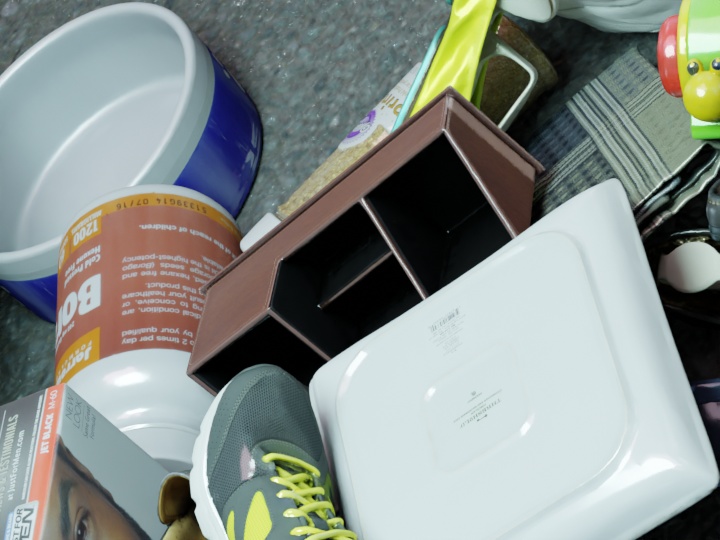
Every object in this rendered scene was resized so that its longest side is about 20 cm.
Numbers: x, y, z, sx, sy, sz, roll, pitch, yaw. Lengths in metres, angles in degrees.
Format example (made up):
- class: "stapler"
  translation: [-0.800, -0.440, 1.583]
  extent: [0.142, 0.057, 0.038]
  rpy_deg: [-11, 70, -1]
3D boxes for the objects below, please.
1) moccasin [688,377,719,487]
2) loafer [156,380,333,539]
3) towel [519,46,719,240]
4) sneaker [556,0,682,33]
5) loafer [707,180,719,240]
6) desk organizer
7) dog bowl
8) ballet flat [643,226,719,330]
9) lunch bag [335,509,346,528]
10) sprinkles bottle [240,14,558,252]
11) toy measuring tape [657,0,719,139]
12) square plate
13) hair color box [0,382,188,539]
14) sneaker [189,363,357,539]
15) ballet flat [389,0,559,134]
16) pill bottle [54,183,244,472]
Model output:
- class: "moccasin"
  translation: [0.135, 0.067, 1.352]
  extent: [0.200, 0.080, 0.068]
  rpy_deg: [3, 90, 21]
- class: "loafer"
  translation: [-0.066, 0.120, 1.380]
  extent: [0.073, 0.072, 0.200]
  rpy_deg: [-32, 29, 34]
- class: "towel"
  translation: [0.103, -0.025, 1.470]
  extent: [0.193, 0.035, 0.200]
  rpy_deg: [-41, 19, 8]
- class: "sneaker"
  translation: [0.108, -0.169, 1.579]
  extent: [0.200, 0.100, 0.075]
  rpy_deg: [21, 81, 44]
- class: "loafer"
  translation: [0.234, -0.080, 1.343]
  extent: [0.200, 0.072, 0.073]
  rpy_deg: [-36, 27, -33]
- class: "desk organizer"
  translation: [0.000, 0.000, 1.472]
  extent: [0.200, 0.072, 0.077]
  rpy_deg: [-38, 24, 30]
- class: "dog bowl"
  translation: [-0.163, -0.067, 1.742]
  extent: [0.200, 0.079, 0.200]
  rpy_deg: [-24, 43, 24]
- class: "ballet flat"
  translation: [0.212, 0.011, 1.352]
  extent: [0.200, 0.068, 0.068]
  rpy_deg: [3, 84, 44]
- class: "lunch bag"
  translation: [0.036, 0.190, 1.338]
  extent: [0.161, 0.082, 0.200]
  rpy_deg: [-44, 39, 0]
- class: "sprinkles bottle"
  translation: [0.022, -0.061, 1.585]
  extent: [0.200, 0.068, 0.068]
  rpy_deg: [-46, 39, -2]
- class: "toy measuring tape"
  translation: [0.197, -0.123, 1.416]
  extent: [0.074, 0.074, 0.200]
  rpy_deg: [-20, 12, 27]
- class: "square plate"
  translation: [0.061, 0.071, 1.318]
  extent: [0.200, 0.028, 0.198]
  rpy_deg: [-34, 44, 21]
- class: "hair color box"
  translation: [-0.117, 0.159, 1.404]
  extent: [0.064, 0.200, 0.111]
  rpy_deg: [-22, 44, 28]
- class: "sneaker"
  translation: [-0.026, 0.132, 1.303]
  extent: [0.085, 0.074, 0.200]
  rpy_deg: [-37, 52, 48]
- class: "ballet flat"
  translation: [0.070, -0.132, 1.508]
  extent: [0.067, 0.067, 0.200]
  rpy_deg: [20, 104, 9]
- class: "pill bottle"
  translation: [-0.116, 0.056, 1.565]
  extent: [0.112, 0.112, 0.200]
  rpy_deg: [-26, 42, 21]
